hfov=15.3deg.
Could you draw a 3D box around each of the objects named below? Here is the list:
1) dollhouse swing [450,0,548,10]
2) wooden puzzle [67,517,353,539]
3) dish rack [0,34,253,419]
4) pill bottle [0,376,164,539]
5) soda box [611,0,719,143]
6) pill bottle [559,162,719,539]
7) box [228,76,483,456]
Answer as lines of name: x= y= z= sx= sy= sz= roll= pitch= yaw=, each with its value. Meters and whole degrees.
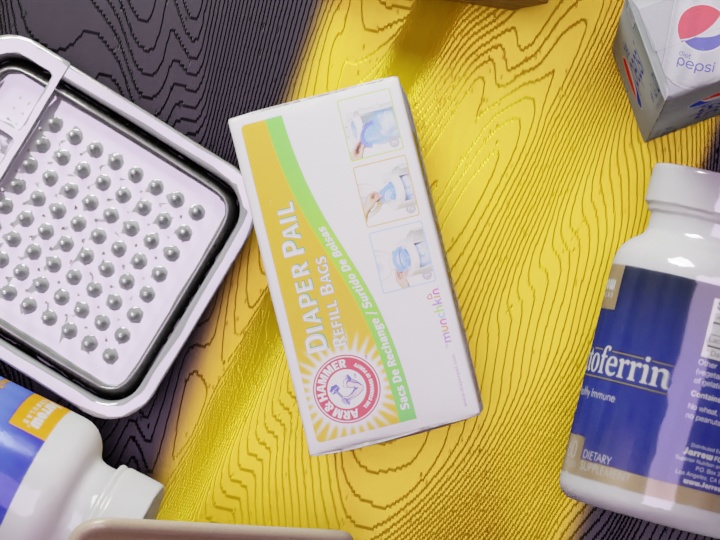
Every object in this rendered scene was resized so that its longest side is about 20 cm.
dollhouse swing: x=0.055 y=-0.265 z=1.528 sx=0.181 sy=0.176 sz=0.201 roll=9 pitch=89 yaw=4
wooden puzzle: x=-0.097 y=0.238 z=1.499 sx=0.184 sy=0.046 sz=0.201 roll=7 pitch=92 yaw=-35
dish rack: x=-0.177 y=-0.025 z=1.599 sx=0.199 sy=0.044 sz=0.172 roll=31 pitch=89 yaw=4
pill bottle: x=-0.220 y=0.118 z=1.562 sx=0.199 sy=0.112 sz=0.113 roll=25 pitch=90 yaw=4
soda box: x=0.185 y=-0.122 z=1.502 sx=0.068 sy=0.200 sz=0.064 roll=-20 pitch=86 yaw=2
pill bottle: x=0.191 y=0.046 z=1.538 sx=0.115 sy=0.116 sz=0.201 roll=14 pitch=88 yaw=4
box: x=0.000 y=0.000 z=1.553 sx=0.101 sy=0.112 sz=0.201 roll=-14 pitch=88 yaw=3
